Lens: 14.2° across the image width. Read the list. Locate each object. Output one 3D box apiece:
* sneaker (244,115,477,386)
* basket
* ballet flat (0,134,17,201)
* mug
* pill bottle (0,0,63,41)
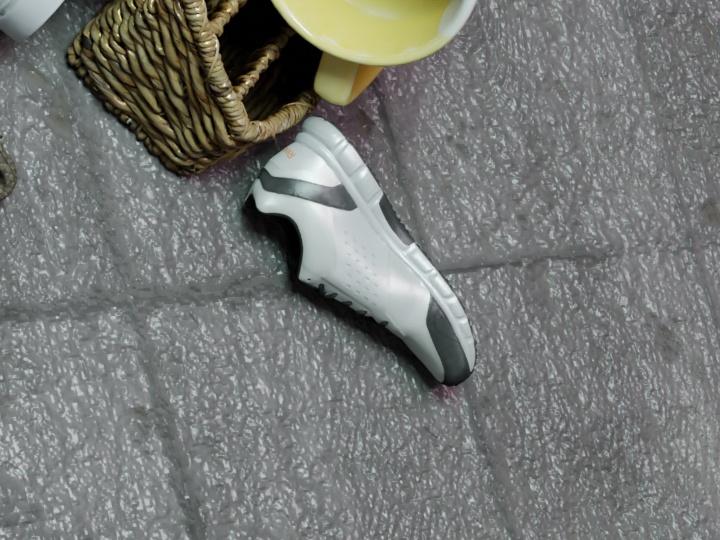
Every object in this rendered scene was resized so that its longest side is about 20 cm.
[{"bbox_3d":[0.000,0.000,1.864,0.080,0.074,0.200,-39,102,-12],"label":"sneaker"},{"bbox_3d":[-0.060,-0.169,1.827,0.143,0.149,0.200,46,49,-11],"label":"basket"},{"bbox_3d":[-0.282,-0.107,1.697,0.200,0.046,0.068,39,51,-17],"label":"ballet flat"},{"bbox_3d":[0.017,-0.216,1.791,0.150,0.186,0.153,51,35,-8],"label":"mug"},{"bbox_3d":[-0.258,-0.231,1.730,0.200,0.109,0.109,39,52,-17],"label":"pill bottle"}]
